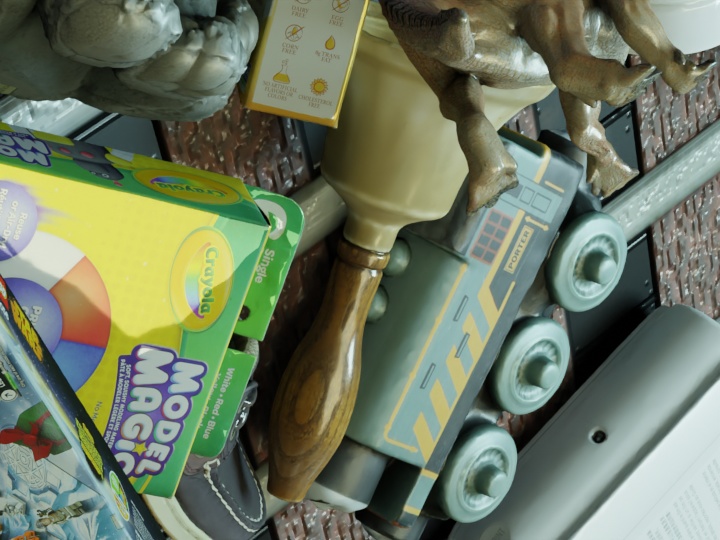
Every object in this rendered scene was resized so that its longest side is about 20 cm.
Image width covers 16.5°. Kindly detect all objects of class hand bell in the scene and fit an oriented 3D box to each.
[{"bbox_3d":[0.000,0.000,1.006,0.104,0.104,0.201,3,110,-46],"label":"hand bell"}]

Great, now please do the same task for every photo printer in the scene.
[{"bbox_3d":[0.130,0.137,1.263,0.200,0.069,0.167,-46,140,-13],"label":"photo printer"}]

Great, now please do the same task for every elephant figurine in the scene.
[{"bbox_3d":[-0.079,-0.158,0.819,0.142,0.154,0.201,84,15,-80],"label":"elephant figurine"}]

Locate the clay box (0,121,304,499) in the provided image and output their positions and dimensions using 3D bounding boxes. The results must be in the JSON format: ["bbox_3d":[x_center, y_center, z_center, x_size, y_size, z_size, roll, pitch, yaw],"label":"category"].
[{"bbox_3d":[-0.119,0.011,0.882,0.199,0.048,0.116,13,109,-23],"label":"clay box"}]

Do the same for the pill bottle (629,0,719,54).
[{"bbox_3d":[0.121,-0.193,1.004,0.111,0.111,0.201,-30,133,-29],"label":"pill bottle"}]

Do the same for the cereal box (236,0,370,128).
[{"bbox_3d":[-0.006,-0.167,0.875,0.039,0.144,0.201,12,109,-10],"label":"cereal box"}]

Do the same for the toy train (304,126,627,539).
[{"bbox_3d":[0.036,0.022,1.081,0.114,0.085,0.201,24,94,-47],"label":"toy train"}]

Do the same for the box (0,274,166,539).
[{"bbox_3d":[-0.153,0.088,0.864,0.136,0.040,0.200,-20,136,4],"label":"box"}]

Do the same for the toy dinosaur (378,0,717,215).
[{"bbox_3d":[0.051,-0.099,0.881,0.086,0.136,0.200,-43,163,31],"label":"toy dinosaur"}]

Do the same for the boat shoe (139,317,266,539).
[{"bbox_3d":[-0.071,0.041,0.982,0.064,0.072,0.201,-19,131,7],"label":"boat shoe"}]
